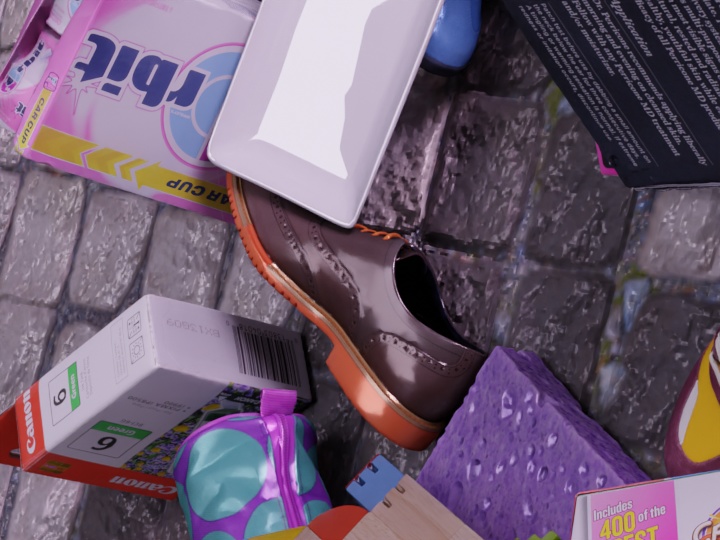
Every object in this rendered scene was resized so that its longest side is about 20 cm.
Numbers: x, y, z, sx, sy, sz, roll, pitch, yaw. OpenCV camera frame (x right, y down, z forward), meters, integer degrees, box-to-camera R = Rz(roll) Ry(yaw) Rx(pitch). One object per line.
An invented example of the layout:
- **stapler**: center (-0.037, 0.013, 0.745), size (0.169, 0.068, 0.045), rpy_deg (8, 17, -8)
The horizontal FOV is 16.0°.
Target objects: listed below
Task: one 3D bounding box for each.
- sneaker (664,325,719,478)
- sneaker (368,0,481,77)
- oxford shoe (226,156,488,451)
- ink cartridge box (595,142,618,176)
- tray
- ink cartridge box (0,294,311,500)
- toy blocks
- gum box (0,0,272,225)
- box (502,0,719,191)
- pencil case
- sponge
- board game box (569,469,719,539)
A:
- **sneaker**: center (0.179, 0.018, 1.107), size (0.200, 0.090, 0.075), rpy_deg (-55, 42, 22)
- **sneaker**: center (0.041, -0.202, 1.371), size (0.078, 0.066, 0.200), rpy_deg (-32, 54, 41)
- **oxford shoe**: center (0.000, 0.000, 1.347), size (0.073, 0.071, 0.200), rpy_deg (-48, 61, 20)
- **ink cartridge box**: center (0.134, -0.141, 1.185), size (0.095, 0.037, 0.200), rpy_deg (6, 110, 56)
- **tray**: center (-0.004, -0.131, 1.337), size (0.107, 0.022, 0.200), rpy_deg (26, 99, 30)
- **ink cartridge box**: center (-0.132, 0.089, 1.449), size (0.200, 0.109, 0.050), rpy_deg (-37, 51, 38)
- **toy blocks**: center (-0.013, 0.167, 1.211), size (0.200, 0.100, 0.137), rpy_deg (-47, 40, -6)
- **gum box**: center (-0.100, -0.100, 1.400), size (0.066, 0.200, 0.114), rpy_deg (41, 108, 49)
- **box**: center (0.200, -0.143, 1.048), size (0.196, 0.124, 0.200), rpy_deg (1, 46, 49)
- **pencil case**: center (-0.036, 0.166, 1.324), size (0.092, 0.085, 0.200), rpy_deg (-62, 38, 41)
- **sponge**: center (0.097, 0.135, 1.217), size (0.112, 0.030, 0.200), rpy_deg (-61, 41, 18)
- **board game box**: center (0.151, 0.176, 1.058), size (0.153, 0.040, 0.200), rpy_deg (-13, 50, 34)
